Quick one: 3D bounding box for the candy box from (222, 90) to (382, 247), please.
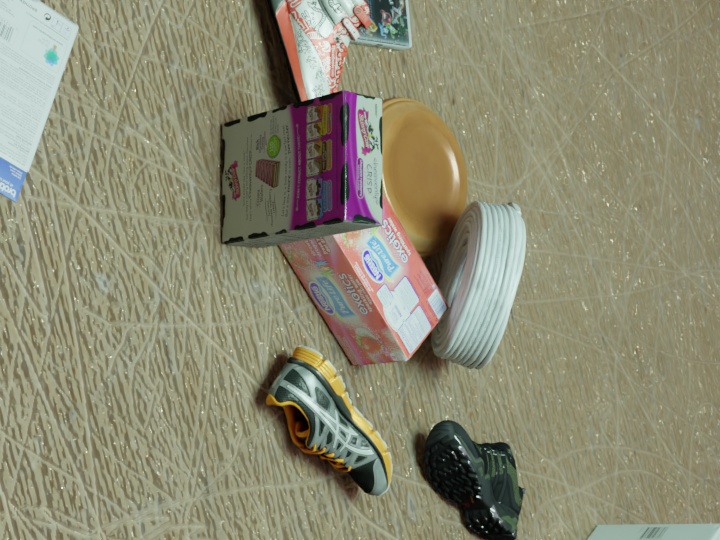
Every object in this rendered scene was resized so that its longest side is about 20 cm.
[{"bbox_3d":[-0.064,-0.103,1.609,0.061,0.199,0.138,7,80,-44],"label":"candy box"}]

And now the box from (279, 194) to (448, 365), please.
[{"bbox_3d":[0.000,0.000,1.732,0.103,0.094,0.201,-50,118,-38],"label":"box"}]

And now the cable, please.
[{"bbox_3d":[0.140,0.016,1.808,0.069,0.200,0.201,16,100,-7],"label":"cable"}]

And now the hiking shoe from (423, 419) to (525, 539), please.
[{"bbox_3d":[0.142,0.241,1.866,0.201,0.075,0.101,59,39,-33],"label":"hiking shoe"}]

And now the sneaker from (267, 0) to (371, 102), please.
[{"bbox_3d":[-0.033,-0.250,1.727,0.107,0.067,0.203,-17,94,-4],"label":"sneaker"}]

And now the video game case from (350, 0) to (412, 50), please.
[{"bbox_3d":[-0.013,-0.374,1.834,0.181,0.023,0.202,0,83,-45],"label":"video game case"}]

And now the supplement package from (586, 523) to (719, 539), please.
[{"bbox_3d":[0.374,0.419,1.972,0.156,0.199,0.111,-40,111,-42],"label":"supplement package"}]

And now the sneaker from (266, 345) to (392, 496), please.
[{"bbox_3d":[-0.037,0.180,1.690,0.077,0.078,0.201,-44,112,-26],"label":"sneaker"}]

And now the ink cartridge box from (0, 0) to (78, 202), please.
[{"bbox_3d":[-0.350,-0.176,1.442,0.119,0.042,0.201,32,59,-38],"label":"ink cartridge box"}]

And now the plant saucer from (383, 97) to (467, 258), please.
[{"bbox_3d":[0.068,-0.115,1.863,0.199,0.037,0.202,10,76,-44],"label":"plant saucer"}]
